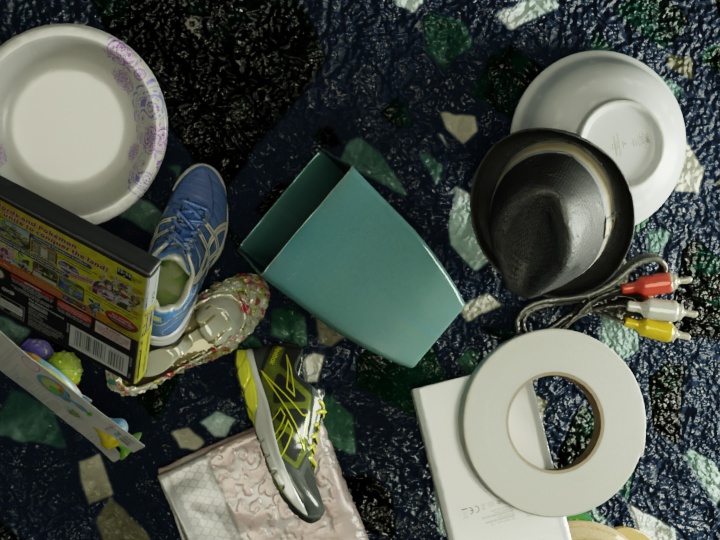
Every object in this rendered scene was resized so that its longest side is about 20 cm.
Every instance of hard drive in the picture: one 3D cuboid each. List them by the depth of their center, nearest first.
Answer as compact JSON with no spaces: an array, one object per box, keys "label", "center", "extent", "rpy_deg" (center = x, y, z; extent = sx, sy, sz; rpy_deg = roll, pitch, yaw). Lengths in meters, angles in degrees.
[{"label":"hard drive","center":[0.141,0.212,1.708],"extent":[0.131,0.026,0.202],"rpy_deg":[-13,85,-6]}]

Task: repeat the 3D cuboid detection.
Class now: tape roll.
[{"label":"tape roll","center":[0.206,0.163,1.685],"extent":[0.201,0.037,0.205],"rpy_deg":[0,85,-4]}]

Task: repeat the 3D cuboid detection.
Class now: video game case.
[{"label":"video game case","center":[-0.293,0.009,1.554],"extent":[0.199,0.181,0.026],"rpy_deg":[27,50,10]}]

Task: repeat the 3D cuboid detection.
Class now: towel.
[{"label":"towel","center":[-0.100,0.269,1.701],"extent":[0.190,0.032,0.201],"rpy_deg":[-22,100,-6]}]

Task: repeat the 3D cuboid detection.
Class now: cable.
[{"label":"cable","center":[0.267,0.034,1.716],"extent":[0.198,0.050,0.098],"rpy_deg":[-3,101,-8]}]

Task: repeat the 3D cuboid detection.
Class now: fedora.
[{"label":"fedora","center":[0.187,-0.043,1.630],"extent":[0.199,0.092,0.202],"rpy_deg":[12,123,20]}]

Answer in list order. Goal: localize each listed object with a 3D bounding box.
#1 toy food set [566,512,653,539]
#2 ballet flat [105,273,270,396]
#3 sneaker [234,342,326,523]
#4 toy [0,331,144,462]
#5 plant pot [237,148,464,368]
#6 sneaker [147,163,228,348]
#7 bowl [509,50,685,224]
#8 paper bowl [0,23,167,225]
[{"label":"toy food set","center":[0.234,0.367,1.752],"extent":[0.197,0.049,0.201],"rpy_deg":[17,94,-10]},{"label":"ballet flat","center":[-0.178,0.073,1.650],"extent":[0.199,0.064,0.076],"rpy_deg":[-34,99,-4]},{"label":"sneaker","center":[-0.068,0.162,1.640],"extent":[0.084,0.075,0.201],"rpy_deg":[-20,73,-5]},{"label":"toy","center":[-0.305,0.115,1.622],"extent":[0.200,0.115,0.047],"rpy_deg":[44,63,-9]},{"label":"plant pot","center":[0.000,0.000,1.633],"extent":[0.200,0.141,0.142],"rpy_deg":[42,89,-18]},{"label":"sneaker","center":[-0.178,-0.021,1.609],"extent":[0.075,0.077,0.201],"rpy_deg":[15,68,-7]},{"label":"bowl","center":[0.265,-0.134,1.678],"extent":[0.199,0.090,0.203],"rpy_deg":[-1,97,-8]},{"label":"paper bowl","center":[-0.295,-0.146,1.586],"extent":[0.199,0.104,0.202],"rpy_deg":[-1,97,-9]}]
